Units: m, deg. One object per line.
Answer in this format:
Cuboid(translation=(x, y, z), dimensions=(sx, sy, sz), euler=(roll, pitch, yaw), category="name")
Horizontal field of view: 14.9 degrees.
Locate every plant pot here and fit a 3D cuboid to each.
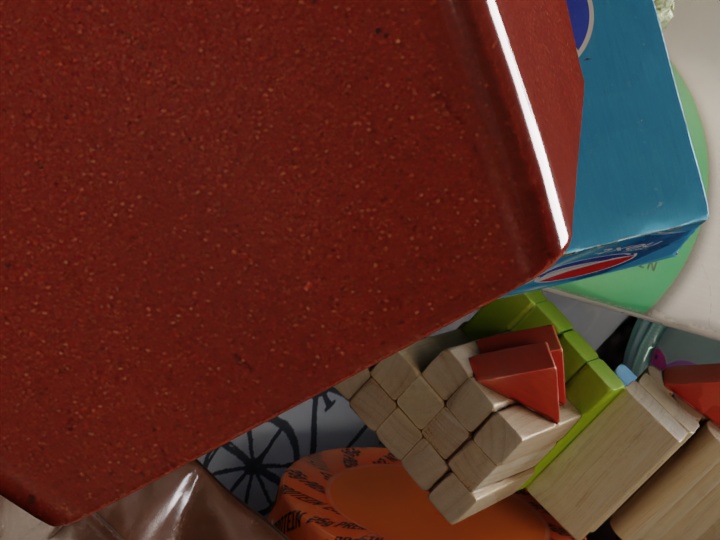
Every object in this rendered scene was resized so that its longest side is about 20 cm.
Cuboid(translation=(-0.052, -0.064, 0.623), dimensions=(0.200, 0.200, 0.176), euler=(-28, 105, 15), category="plant pot")

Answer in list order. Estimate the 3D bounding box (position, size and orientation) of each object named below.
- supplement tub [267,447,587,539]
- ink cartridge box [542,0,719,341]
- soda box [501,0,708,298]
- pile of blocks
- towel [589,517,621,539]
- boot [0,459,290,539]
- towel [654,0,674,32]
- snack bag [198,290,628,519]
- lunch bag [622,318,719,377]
Cuboid(translation=(0.002, 0.165, 0.851), dimensions=(0.122, 0.122, 0.200), euler=(0, 112, -36), category="supplement tub")
Cuboid(translation=(0.106, -0.084, 0.831), dimensions=(0.161, 0.050, 0.200), euler=(16, 101, -5), category="ink cartridge box")
Cuboid(translation=(0.033, -0.096, 0.742), dimensions=(0.068, 0.064, 0.201), euler=(-14, 82, -3), category="soda box")
Cuboid(translation=(0.080, 0.038, 0.836), dimensions=(0.200, 0.082, 0.062), euler=(18, 123, -46), category="pile of blocks")
Cuboid(translation=(0.070, 0.179, 0.920), dimensions=(0.023, 0.144, 0.201), euler=(12, 98, -2), category="towel")
Cuboid(translation=(-0.082, 0.118, 0.713), dimensions=(0.200, 0.064, 0.186), euler=(49, 69, -18), category="boot")
Cuboid(translation=(0.034, -0.120, 0.796), dimensions=(0.148, 0.036, 0.200), euler=(23, 82, 1), category="towel")
Cuboid(translation=(0.000, 0.000, 0.877), dimensions=(0.189, 0.021, 0.200), euler=(-46, 128, -15), category="snack bag")
Cuboid(translation=(0.189, 0.019, 0.981), dimensions=(0.200, 0.077, 0.161), euler=(-46, 128, -16), category="lunch bag")
